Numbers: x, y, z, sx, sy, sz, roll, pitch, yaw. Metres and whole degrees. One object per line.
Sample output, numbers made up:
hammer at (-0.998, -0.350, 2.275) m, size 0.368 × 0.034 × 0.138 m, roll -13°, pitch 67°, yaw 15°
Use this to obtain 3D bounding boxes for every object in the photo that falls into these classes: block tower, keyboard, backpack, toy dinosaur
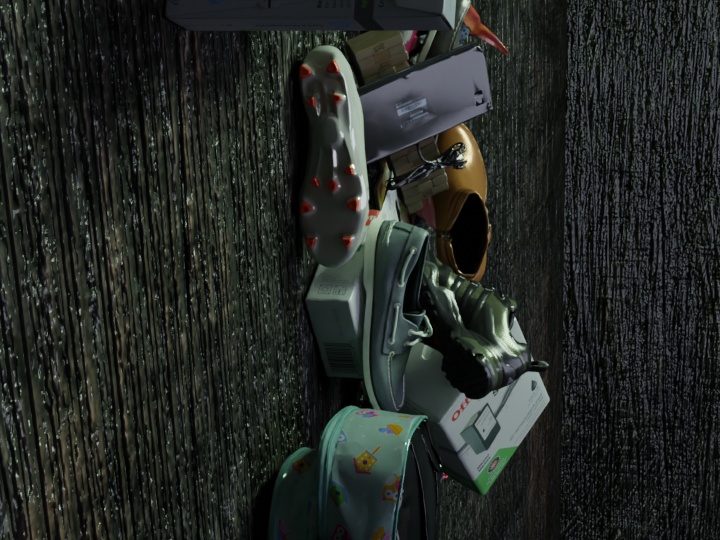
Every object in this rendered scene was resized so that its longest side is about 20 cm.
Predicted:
block tower at (0.040, -0.162, 1.182) m, size 0.054 × 0.057 × 0.202 m, roll -117°, pitch -174°, yaw -53°
keyboard at (0.053, -0.145, 1.145) m, size 0.198 × 0.021 × 0.129 m, roll -25°, pitch 119°, yaw -22°
backpack at (0.000, 0.222, 1.009) m, size 0.176 × 0.151 × 0.203 m, roll -10°, pitch 112°, yaw -75°
toy dinosaur at (0.108, -0.323, 1.323) m, size 0.181 × 0.197 × 0.107 m, roll 144°, pitch -64°, yaw -72°

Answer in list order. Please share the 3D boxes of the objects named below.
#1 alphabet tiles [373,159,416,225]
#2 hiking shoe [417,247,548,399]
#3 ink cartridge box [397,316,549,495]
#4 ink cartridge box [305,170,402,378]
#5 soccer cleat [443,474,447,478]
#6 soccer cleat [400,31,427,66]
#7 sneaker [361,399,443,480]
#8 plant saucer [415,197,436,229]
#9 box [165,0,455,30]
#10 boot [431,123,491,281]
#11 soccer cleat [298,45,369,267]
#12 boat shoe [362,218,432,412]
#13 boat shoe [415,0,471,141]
alphabet tiles at (0.047, -0.089, 1.375) m, size 0.167 × 0.006 × 0.202 m, roll -66°, pitch 153°, yaw -50°
hiking shoe at (0.107, 0.045, 1.149) m, size 0.201 × 0.099 × 0.076 m, roll 59°, pitch -35°, yaw 34°
ink cartridge box at (0.123, 0.138, 1.247) m, size 0.147 × 0.083 × 0.201 m, roll -52°, pitch 145°, yaw -15°
ink cartridge box at (0.000, 0.000, 1.158) m, size 0.202 × 0.050 × 0.110 m, roll -72°, pitch 157°, yaw -44°
soccer cleat at (0.097, 0.255, 1.474) m, size 0.200 × 0.075 × 0.068 m, roll 35°, pitch 59°, yaw -70°
soccer cleat at (0.035, -0.286, 1.215) m, size 0.201 × 0.085 × 0.070 m, roll 109°, pitch 6°, yaw -47°
sneaker at (0.047, 0.213, 1.267) m, size 0.201 × 0.094 × 0.080 m, roll 73°, pitch 25°, yaw -49°
plant saucer at (0.096, -0.148, 1.439) m, size 0.200 × 0.050 × 0.204 m, roll 1°, pitch 90°, yaw -76°
box at (-0.030, -0.243, 0.755) m, size 0.041 × 0.197 × 0.159 m, roll 14°, pitch 79°, yaw -74°
boot at (0.109, -0.080, 1.255) m, size 0.155 × 0.075 × 0.204 m, roll 54°, pitch 38°, yaw -87°
soccer cleat at (-0.022, -0.106, 1.043) m, size 0.078 × 0.068 × 0.204 m, roll -30°, pitch 118°, yaw -74°
boat shoe at (0.038, 0.050, 1.098) m, size 0.073 × 0.061 × 0.203 m, roll -44°, pitch 135°, yaw -68°
boat shoe at (0.086, -0.211, 1.253) m, size 0.072 × 0.060 × 0.204 m, roll -55°, pitch 167°, yaw -72°
